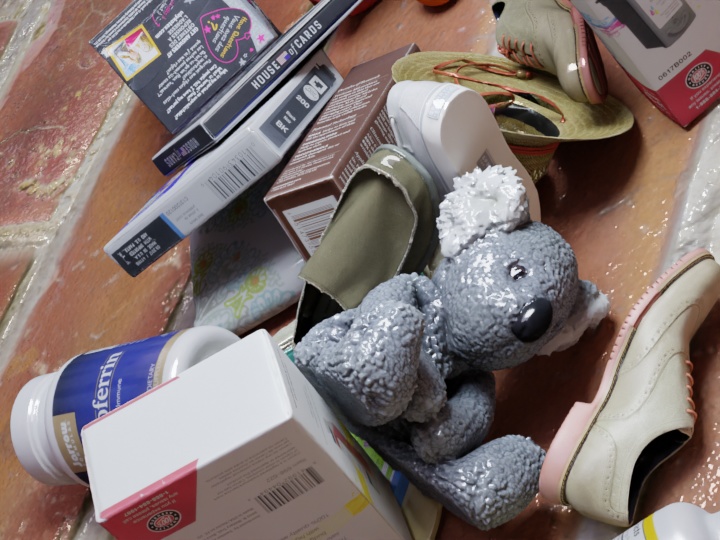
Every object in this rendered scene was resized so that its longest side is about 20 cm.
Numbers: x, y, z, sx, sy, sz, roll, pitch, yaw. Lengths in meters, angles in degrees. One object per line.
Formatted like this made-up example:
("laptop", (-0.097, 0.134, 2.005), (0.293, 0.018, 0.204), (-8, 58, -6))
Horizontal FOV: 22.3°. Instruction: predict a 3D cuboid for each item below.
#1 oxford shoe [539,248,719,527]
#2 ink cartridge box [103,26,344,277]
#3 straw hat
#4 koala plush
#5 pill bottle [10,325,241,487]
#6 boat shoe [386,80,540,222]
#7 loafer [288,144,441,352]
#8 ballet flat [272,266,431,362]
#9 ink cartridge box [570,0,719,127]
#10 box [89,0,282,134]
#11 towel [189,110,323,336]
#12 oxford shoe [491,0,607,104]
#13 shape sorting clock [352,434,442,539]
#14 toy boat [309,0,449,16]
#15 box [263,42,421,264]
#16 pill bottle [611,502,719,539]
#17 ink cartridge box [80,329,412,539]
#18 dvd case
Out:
("oxford shoe", (0.198, 0.080, 1.207), (0.074, 0.071, 0.201), (26, 79, 30))
("ink cartridge box", (-0.103, -0.100, 1.526), (0.198, 0.043, 0.200), (-36, 13, 36))
("straw hat", (0.109, -0.098, 1.414), (0.201, 0.200, 0.086), (43, 128, 52))
("koala plush", (0.071, 0.039, 1.253), (0.200, 0.177, 0.184), (-47, 22, -11))
("pill bottle", (-0.183, 0.116, 1.481), (0.199, 0.116, 0.116), (-14, 48, 36))
("boat shoe", (0.072, -0.062, 1.325), (0.068, 0.200, 0.072), (23, 71, 38))
("loafer", (0.000, 0.000, 1.317), (0.075, 0.201, 0.070), (34, 40, 20))
("ballet flat", (-0.028, 0.054, 1.440), (0.200, 0.068, 0.062), (-37, 27, -4))
("ink cartridge box", (0.225, -0.227, 1.332), (0.147, 0.200, 0.086), (-41, 38, 7))
("box", (-0.154, -0.213, 1.686), (0.132, 0.115, 0.200), (-42, 7, 5))
("towel", (-0.072, -0.043, 1.578), (0.171, 0.048, 0.201), (-33, 39, 22))
("oxford shoe", (0.147, -0.175, 1.443), (0.074, 0.071, 0.200), (-18, 26, 5))
("shape sorting clock", (-0.029, 0.182, 1.337), (0.199, 0.039, 0.201), (-15, 52, 20))
("toy boat", (0.044, -0.293, 1.652), (0.200, 0.130, 0.131), (-43, 68, 6))
("box", (0.009, -0.082, 1.443), (0.075, 0.100, 0.200), (-15, 28, 35))
("pill bottle", (0.175, 0.205, 1.065), (0.200, 0.111, 0.112), (-35, 39, 15))
("ink cartridge box", (-0.072, 0.152, 1.222), (0.145, 0.200, 0.084), (-29, 46, 7))
("dvd case", (-0.081, -0.164, 1.524), (0.200, 0.025, 0.150), (-46, 9, -21))
